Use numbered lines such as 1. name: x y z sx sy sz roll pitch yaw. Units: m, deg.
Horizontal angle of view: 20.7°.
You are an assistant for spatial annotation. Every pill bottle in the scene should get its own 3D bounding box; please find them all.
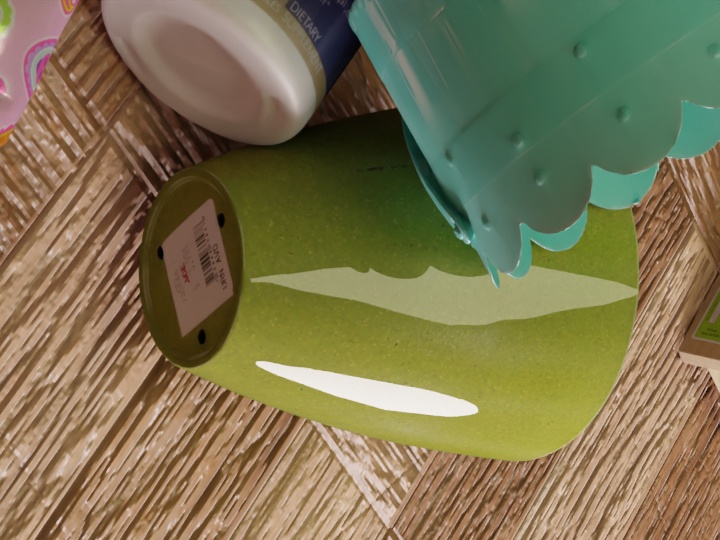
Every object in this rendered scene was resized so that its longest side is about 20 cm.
1. pill bottle: -0.024 -0.167 0.921 0.201 0.110 0.111 -57 136 -24

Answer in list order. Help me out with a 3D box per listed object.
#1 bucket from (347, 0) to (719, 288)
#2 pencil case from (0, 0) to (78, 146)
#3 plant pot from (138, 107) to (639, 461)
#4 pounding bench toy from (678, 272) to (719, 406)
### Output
1. bucket: 0.102 -0.103 0.850 0.207 0.207 0.135 -29 82 -43
2. pencil case: -0.150 -0.136 0.796 0.087 0.087 0.201 40 70 -47
3. plant pot: 0.000 0.000 0.960 0.199 0.187 0.189 3 97 -37
4. pounding bench toy: 0.344 0.040 1.408 0.201 0.124 0.156 -57 136 -25
